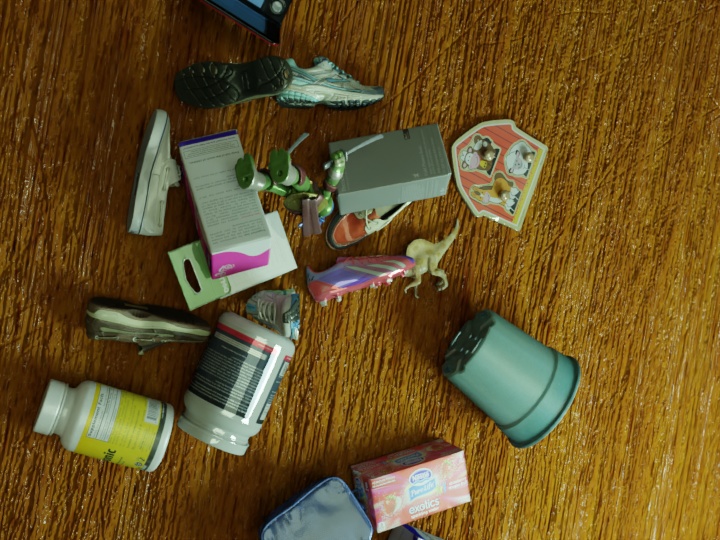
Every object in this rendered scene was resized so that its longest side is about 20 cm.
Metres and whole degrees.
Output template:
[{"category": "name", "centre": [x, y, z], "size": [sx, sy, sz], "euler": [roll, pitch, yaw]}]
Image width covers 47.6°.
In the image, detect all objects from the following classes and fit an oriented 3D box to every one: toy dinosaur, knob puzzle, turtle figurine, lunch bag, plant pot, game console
[{"category": "toy dinosaur", "centre": [0.129, -0.015, 1.510], "size": [0.198, 0.058, 0.103], "euler": [-29, 101, -17]}, {"category": "knob puzzle", "centre": [0.259, -0.197, 1.565], "size": [0.215, 0.030, 0.225], "euler": [-1, 94, -21]}, {"category": "turtle figurine", "centre": [-0.098, -0.168, 1.283], "size": [0.193, 0.143, 0.203], "euler": [10, 110, -61]}, {"category": "lunch bag", "centre": [-0.077, 0.448, 1.419], "size": [0.198, 0.132, 0.137], "euler": [-31, 84, -18]}, {"category": "plant pot", "centre": [0.268, 0.188, 1.512], "size": [0.195, 0.200, 0.202], "euler": [37, 80, -11]}, {"category": "game console", "centre": [-0.195, -0.478, 1.328], "size": [0.198, 0.118, 0.175], "euler": [28, 83, -20]}]

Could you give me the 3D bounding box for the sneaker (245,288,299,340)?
[{"category": "sneaker", "centre": [-0.145, 0.069, 1.340], "size": [0.085, 0.200, 0.077], "euler": [5, 92, -11]}]

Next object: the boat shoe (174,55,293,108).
[{"category": "boat shoe", "centre": [-0.205, -0.308, 1.352], "size": [0.196, 0.074, 0.077], "euler": [-3, 97, 4]}]

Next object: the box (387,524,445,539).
[{"category": "box", "centre": [0.126, 0.595, 1.517], "size": [0.198, 0.105, 0.187], "euler": [28, 83, -21]}]

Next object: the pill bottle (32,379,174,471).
[{"category": "pill bottle", "centre": [-0.405, 0.239, 1.291], "size": [0.197, 0.111, 0.113], "euler": [21, 85, -20]}]

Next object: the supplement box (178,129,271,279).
[{"category": "supplement box", "centre": [-0.217, -0.105, 1.304], "size": [0.102, 0.102, 0.203], "euler": [-16, 69, -16]}]

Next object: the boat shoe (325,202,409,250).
[{"category": "boat shoe", "centre": [0.024, -0.106, 1.463], "size": [0.199, 0.062, 0.072], "euler": [-36, 106, -14]}]

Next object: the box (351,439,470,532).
[{"category": "box", "centre": [0.092, 0.390, 1.494], "size": [0.196, 0.095, 0.102], "euler": [-11, 96, -23]}]

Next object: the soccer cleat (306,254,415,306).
[{"category": "soccer cleat", "centre": [0.000, 0.000, 1.447], "size": [0.197, 0.067, 0.078], "euler": [-19, 83, -5]}]

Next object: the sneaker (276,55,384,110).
[{"category": "sneaker", "centre": [-0.049, -0.328, 1.416], "size": [0.196, 0.077, 0.088], "euler": [-1, 90, -21]}]

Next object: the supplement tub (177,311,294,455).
[{"category": "supplement tub", "centre": [-0.205, 0.184, 1.348], "size": [0.139, 0.140, 0.203], "euler": [27, 83, -20]}]

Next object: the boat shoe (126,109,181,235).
[{"category": "boat shoe", "centre": [-0.325, -0.155, 1.324], "size": [0.069, 0.071, 0.204], "euler": [11, 91, -26]}]

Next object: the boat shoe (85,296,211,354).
[{"category": "boat shoe", "centre": [-0.348, 0.099, 1.333], "size": [0.199, 0.075, 0.076], "euler": [13, 102, -15]}]

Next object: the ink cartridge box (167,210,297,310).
[{"category": "ink cartridge box", "centre": [-0.217, -0.018, 1.375], "size": [0.197, 0.059, 0.106], "euler": [-23, 99, -19]}]

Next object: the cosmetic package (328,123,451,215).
[{"category": "cosmetic package", "centre": [0.047, -0.175, 1.413], "size": [0.196, 0.090, 0.109], "euler": [-11, 70, -6]}]
